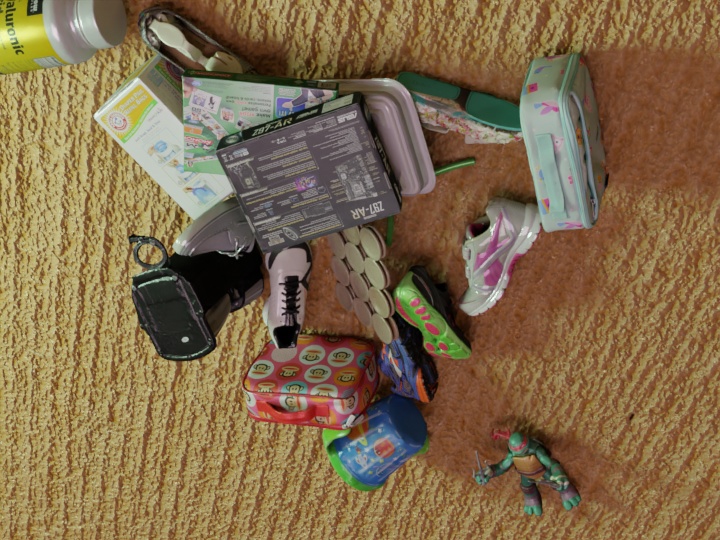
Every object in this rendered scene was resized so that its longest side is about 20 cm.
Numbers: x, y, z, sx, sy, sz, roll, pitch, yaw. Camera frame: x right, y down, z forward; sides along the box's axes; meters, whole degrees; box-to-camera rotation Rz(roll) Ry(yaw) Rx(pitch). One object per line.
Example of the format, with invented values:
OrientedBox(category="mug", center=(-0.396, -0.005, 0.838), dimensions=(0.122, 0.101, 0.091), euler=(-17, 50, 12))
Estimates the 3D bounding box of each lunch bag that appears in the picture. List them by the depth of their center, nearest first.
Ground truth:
OrientedBox(category="lunch bag", center=(0.253, -0.152, 1.309), dimensions=(0.076, 0.161, 0.201), euler=(-6, 123, 22))
OrientedBox(category="lunch bag", center=(-0.079, 0.178, 1.646), dimensions=(0.198, 0.177, 0.083), euler=(4, 123, 19))

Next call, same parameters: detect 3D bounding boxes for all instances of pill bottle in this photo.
OrientedBox(category="pill bottle", center=(-0.419, -0.329, 1.422), dimensions=(0.198, 0.112, 0.112), euler=(-4, 124, 19))

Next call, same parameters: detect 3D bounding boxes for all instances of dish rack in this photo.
OrientedBox(category="dish rack", center=(-0.005, -0.170, 1.414), dimensions=(0.199, 0.044, 0.173), euler=(8, 131, 38))

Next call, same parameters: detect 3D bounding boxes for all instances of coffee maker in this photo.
OrientedBox(category="coffee maker", center=(-0.233, 0.004, 1.549), dimensions=(0.133, 0.200, 0.194), euler=(9, 119, 16))

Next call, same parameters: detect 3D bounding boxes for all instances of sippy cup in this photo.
OrientedBox(category="sippy cup", center=(0.033, 0.267, 1.706), dimensions=(0.130, 0.178, 0.140), euler=(-36, 88, 32))

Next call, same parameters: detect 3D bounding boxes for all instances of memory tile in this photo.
OrientedBox(category="memory tile", center=(0.000, 0.000, 1.538), dimensions=(0.153, 0.017, 0.201), euler=(37, 145, 45))

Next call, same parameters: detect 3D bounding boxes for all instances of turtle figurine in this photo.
OrientedBox(category="turtle figurine", center=(0.272, 0.319, 1.694), dimensions=(0.149, 0.101, 0.200), euler=(-2, 142, 36))

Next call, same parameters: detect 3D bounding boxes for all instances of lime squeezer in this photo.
OrientedBox(category="lime squeezer", center=(0.072, -0.105, 1.480), dimensions=(0.070, 0.038, 0.200), euler=(37, 127, -11))

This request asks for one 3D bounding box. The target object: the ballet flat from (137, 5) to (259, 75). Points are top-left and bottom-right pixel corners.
OrientedBox(category="ballet flat", center=(-0.213, -0.281, 1.411), dimensions=(0.199, 0.072, 0.072), euler=(34, 128, -8))

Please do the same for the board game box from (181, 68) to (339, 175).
OrientedBox(category="board game box", center=(-0.130, -0.184, 1.372), dimensions=(0.198, 0.029, 0.136), euler=(6, 122, 1))

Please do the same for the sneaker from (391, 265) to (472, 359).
OrientedBox(category="sneaker", center=(0.118, 0.066, 1.568), dimensions=(0.076, 0.084, 0.200), euler=(3, 145, 33))

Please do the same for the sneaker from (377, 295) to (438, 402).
OrientedBox(category="sneaker", center=(0.057, 0.126, 1.636), dimensions=(0.078, 0.076, 0.201), euler=(-5, 122, 24))

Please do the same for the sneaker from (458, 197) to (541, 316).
OrientedBox(category="sneaker", center=(0.179, -0.026, 1.484), dimensions=(0.088, 0.082, 0.201), euler=(26, 121, -1))

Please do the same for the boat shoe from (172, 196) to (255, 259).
OrientedBox(category="boat shoe", center=(-0.172, -0.058, 1.484), dimensions=(0.072, 0.200, 0.070), euler=(51, 137, 7))

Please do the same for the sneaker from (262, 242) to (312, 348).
OrientedBox(category="sneaker", center=(-0.105, 0.035, 1.603), dimensions=(0.073, 0.080, 0.201), euler=(-5, 132, -13))

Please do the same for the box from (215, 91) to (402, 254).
OrientedBox(category="box", center=(-0.064, -0.123, 1.361), dimensions=(0.198, 0.044, 0.161), euler=(-17, 118, 14))

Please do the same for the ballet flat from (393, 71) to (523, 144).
OrientedBox(category="ballet flat", center=(0.129, -0.202, 1.375), dimensions=(0.198, 0.076, 0.064), euler=(22, 139, 12))

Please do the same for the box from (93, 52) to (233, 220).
OrientedBox(category="box", center=(-0.250, -0.191, 1.468), dimensions=(0.101, 0.113, 0.200), euler=(-31, 113, 31))
